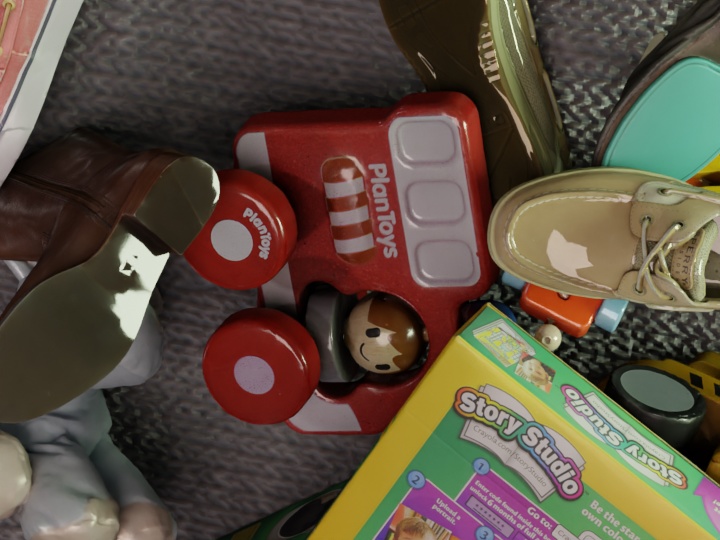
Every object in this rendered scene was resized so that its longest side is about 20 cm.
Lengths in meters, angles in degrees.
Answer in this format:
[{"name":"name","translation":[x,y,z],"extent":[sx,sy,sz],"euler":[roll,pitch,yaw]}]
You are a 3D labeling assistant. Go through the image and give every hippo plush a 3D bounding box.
[{"name":"hippo plush","translation":[-0.161,0.078,1.758],"extent":[0.159,0.200,0.161],"euler":[26,89,-19]}]

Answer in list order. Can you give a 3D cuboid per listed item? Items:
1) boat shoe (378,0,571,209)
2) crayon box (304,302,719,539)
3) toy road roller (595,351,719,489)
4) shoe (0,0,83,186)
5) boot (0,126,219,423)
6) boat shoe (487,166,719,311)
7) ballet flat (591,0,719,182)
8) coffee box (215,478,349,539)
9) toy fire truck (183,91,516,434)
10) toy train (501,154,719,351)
[{"name":"boat shoe","translation":[0.066,-0.133,1.664],"extent":[0.073,0.063,0.201],"euler":[-16,101,35]},{"name":"crayon box","translation":[0.093,0.147,1.613],"extent":[0.200,0.058,0.173],"euler":[38,117,6]},{"name":"toy road roller","translation":[0.212,0.120,1.669],"extent":[0.200,0.146,0.123],"euler":[24,117,14]},{"name":"shoe","translation":[-0.214,-0.139,1.699],"extent":[0.091,0.071,0.200],"euler":[20,109,-14]},{"name":"boot","translation":[-0.178,-0.003,1.662],"extent":[0.186,0.200,0.064],"euler":[-46,117,-15]},{"name":"boat shoe","translation":[0.168,-0.012,1.593],"extent":[0.200,0.065,0.072],"euler":[8,98,-5]},{"name":"ballet flat","translation":[0.197,-0.121,1.628],"extent":[0.068,0.068,0.200],"euler":[35,108,-22]},{"name":"coffee box","translation":[-0.031,0.173,1.764],"extent":[0.200,0.123,0.044],"euler":[-26,102,19]},{"name":"toy fire truck","translation":[0.000,0.000,1.682],"extent":[0.168,0.112,0.200],"euler":[-1,112,22]},{"name":"toy train","translation":[0.185,0.006,1.662],"extent":[0.200,0.056,0.150],"euler":[22,73,2]}]
